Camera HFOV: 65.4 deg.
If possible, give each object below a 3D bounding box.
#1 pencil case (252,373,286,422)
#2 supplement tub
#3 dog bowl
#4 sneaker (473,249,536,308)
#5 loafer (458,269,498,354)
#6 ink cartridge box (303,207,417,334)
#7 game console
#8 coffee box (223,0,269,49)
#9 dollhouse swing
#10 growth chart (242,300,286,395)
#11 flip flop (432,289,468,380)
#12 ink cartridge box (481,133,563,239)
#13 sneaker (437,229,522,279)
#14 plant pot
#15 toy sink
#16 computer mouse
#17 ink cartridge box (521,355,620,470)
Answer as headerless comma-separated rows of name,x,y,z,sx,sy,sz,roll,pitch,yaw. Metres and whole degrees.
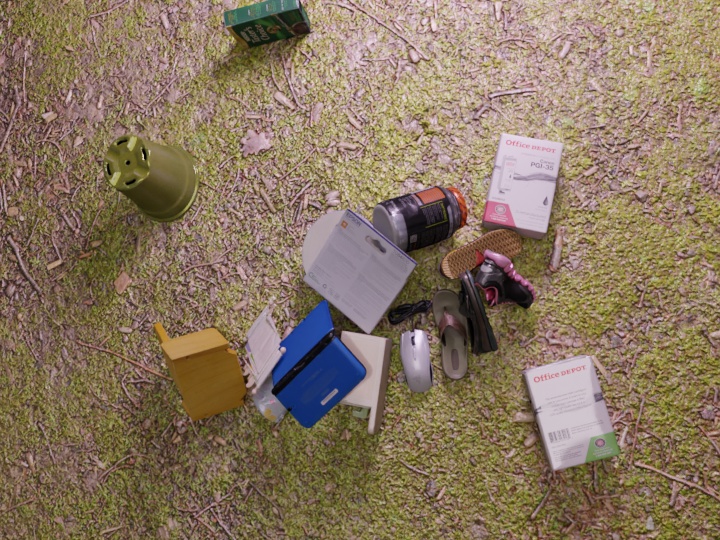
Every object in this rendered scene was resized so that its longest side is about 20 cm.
pencil case,-0.163,0.255,1.310,0.201,0.083,0.091,-49,55,1
supplement tub,0.133,-0.114,1.248,0.195,0.123,0.126,-18,79,-21
dog bowl,-0.038,-0.035,1.324,0.193,0.079,0.208,-1,83,11
sneaker,0.304,0.041,1.200,0.078,0.199,0.097,22,78,51
loafer,0.244,0.099,1.219,0.061,0.072,0.204,-21,111,9
ink cartridge box,0.000,0.000,1.225,0.198,0.041,0.202,38,111,5
game console,-0.097,0.203,1.224,0.171,0.118,0.200,46,107,-3
coffee box,-0.233,-0.625,1.414,0.193,0.123,0.046,-10,84,8
dollhouse swing,-0.380,0.211,1.328,0.176,0.205,0.177,-15,37,-13
growth chart,-0.231,0.178,1.305,0.146,0.018,0.201,-50,35,14
flip flop,0.205,0.144,1.264,0.078,0.058,0.208,-5,82,10
ink cartridge box,0.362,-0.189,1.260,0.142,0.083,0.207,12,86,12
sneaker,0.265,-0.038,1.262,0.194,0.090,0.077,-19,90,-4
plant pot,-0.529,-0.242,1.393,0.193,0.184,0.208,-1,82,10
toy sink,0.000,0.246,1.257,0.108,0.130,0.208,7,85,12
computer mouse,0.126,0.175,1.283,0.106,0.044,0.207,-11,81,10
ink cartridge box,0.439,0.295,1.185,0.141,0.084,0.207,-16,81,8
